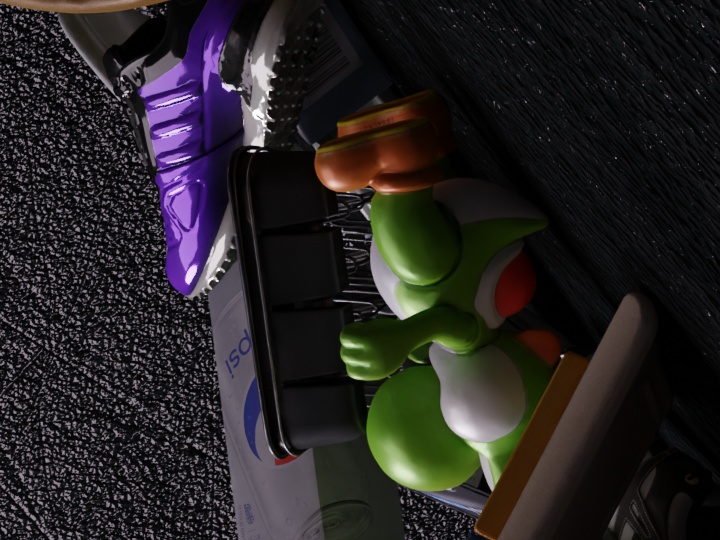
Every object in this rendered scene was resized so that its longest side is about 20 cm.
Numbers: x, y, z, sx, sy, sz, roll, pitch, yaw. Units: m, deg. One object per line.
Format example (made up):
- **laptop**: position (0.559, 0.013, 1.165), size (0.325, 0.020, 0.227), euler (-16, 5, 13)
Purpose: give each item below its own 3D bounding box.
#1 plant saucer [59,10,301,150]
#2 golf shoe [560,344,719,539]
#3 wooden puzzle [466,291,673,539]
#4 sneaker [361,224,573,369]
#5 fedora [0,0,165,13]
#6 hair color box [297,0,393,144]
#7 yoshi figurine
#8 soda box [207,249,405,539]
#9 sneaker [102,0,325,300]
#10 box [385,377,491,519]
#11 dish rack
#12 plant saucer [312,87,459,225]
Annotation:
- **plant saucer**: position (-0.087, -0.090, 1.388), size (0.200, 0.050, 0.200), euler (46, -177, -3)
- **golf shoe**: position (0.146, 0.115, 1.206), size (0.078, 0.094, 0.200), euler (55, -157, -46)
- **wooden puzzle**: position (0.080, 0.111, 1.054), size (0.037, 0.185, 0.200), euler (27, 170, 14)
- **sneaker**: position (0.061, 0.048, 1.393), size (0.073, 0.071, 0.200), euler (-3, 144, 49)
- **fedora**: position (-0.122, -0.188, 1.062), size (0.201, 0.200, 0.082), euler (56, -153, -64)
- **hair color box**: position (-0.068, -0.165, 1.337), size (0.200, 0.061, 0.099), euler (50, 176, 46)
- **yoshi figurine**: position (0.026, 0.025, 1.132), size (0.112, 0.112, 0.200), euler (3, 117, 62)
- **soda box**: position (-0.028, 0.085, 1.290), size (0.068, 0.063, 0.200), euler (15, -120, -46)
- **sneaker**: position (-0.086, -0.080, 1.236), size (0.099, 0.200, 0.070), euler (24, -142, 8)
- **box**: position (0.065, 0.114, 1.420), size (0.198, 0.050, 0.200), euler (26, 171, -24)
- **dish rack**: position (0.000, 0.000, 1.236), size (0.200, 0.055, 0.154), euler (-30, -65, -68)
- **plant saucer**: position (0.017, -0.057, 1.429), size (0.200, 0.050, 0.200), euler (52, 178, 2)
